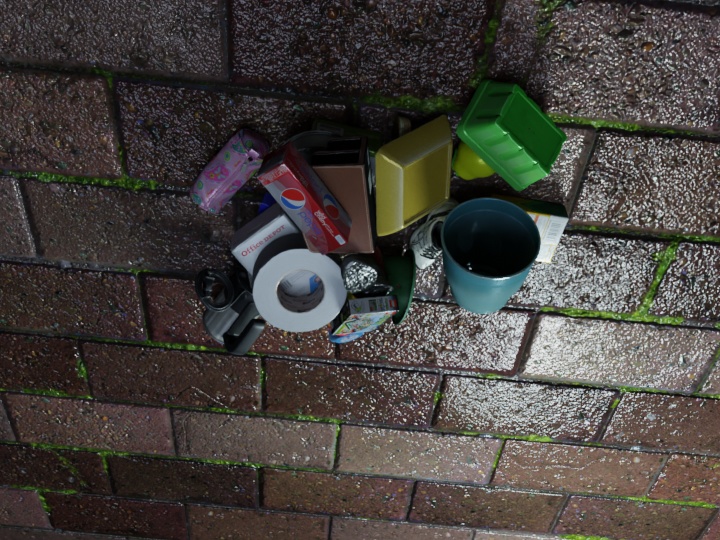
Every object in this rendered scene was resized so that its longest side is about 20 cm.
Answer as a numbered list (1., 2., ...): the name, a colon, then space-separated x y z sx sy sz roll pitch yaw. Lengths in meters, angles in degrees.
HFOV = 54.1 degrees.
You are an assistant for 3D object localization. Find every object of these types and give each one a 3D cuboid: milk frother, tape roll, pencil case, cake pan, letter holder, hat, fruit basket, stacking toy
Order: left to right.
1. milk frother: -0.319 0.079 1.644 0.198 0.182 0.188 27 126 -22
2. pencil case: -0.273 -0.206 1.470 0.087 0.088 0.199 36 124 -24
3. tape roll: -0.127 0.028 1.472 0.196 0.066 0.203 -4 121 -7
4. cake pan: -0.081 -0.182 1.410 0.196 0.037 0.203 2 130 2
5. stacking toy: -0.063 0.066 1.659 0.115 0.111 0.201 -19 129 19
6. letter holder: -0.048 -0.141 1.354 0.139 0.101 0.202 -2 130 8
7. hat: 0.019 0.009 1.580 0.173 0.202 0.167 12 140 -12
8. fruit basket: 0.269 -0.254 1.387 0.213 0.157 0.216 29 167 7

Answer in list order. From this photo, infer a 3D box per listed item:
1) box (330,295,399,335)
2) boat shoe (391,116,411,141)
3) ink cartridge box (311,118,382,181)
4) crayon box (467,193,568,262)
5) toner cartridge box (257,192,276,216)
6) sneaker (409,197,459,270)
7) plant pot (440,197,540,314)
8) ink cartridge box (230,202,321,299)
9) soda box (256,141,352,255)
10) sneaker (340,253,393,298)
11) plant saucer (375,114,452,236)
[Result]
1. box: 0.005 0.099 1.545 0.108 0.035 0.200 -4 164 -15
2. boat shoe: 0.101 -0.226 1.446 0.065 0.075 0.202 -8 133 -3
3. ink cartridge box: -0.048 -0.196 1.471 0.145 0.076 0.202 12 131 -7
4. crayon box: 0.338 -0.094 1.547 0.196 0.052 0.127 8 130 -4
5. toner cartridge box: -0.133 -0.094 1.567 0.197 0.044 0.096 20 133 -6
6. sneaker: 0.159 -0.066 1.558 0.074 0.088 0.202 13 131 -10
7. plant pot: 0.258 -0.013 1.470 0.196 0.203 0.189 2 145 2
8. ink cartridge box: -0.164 -0.030 1.520 0.143 0.085 0.201 -33 120 11
9. soda box: -0.096 -0.126 1.261 0.063 0.071 0.201 -22 124 26
10. sneaker: 0.000 0.000 1.456 0.075 0.092 0.200 -30 156 7
11. plant saucer: 0.117 -0.179 1.398 0.048 0.199 0.202 33 141 35
